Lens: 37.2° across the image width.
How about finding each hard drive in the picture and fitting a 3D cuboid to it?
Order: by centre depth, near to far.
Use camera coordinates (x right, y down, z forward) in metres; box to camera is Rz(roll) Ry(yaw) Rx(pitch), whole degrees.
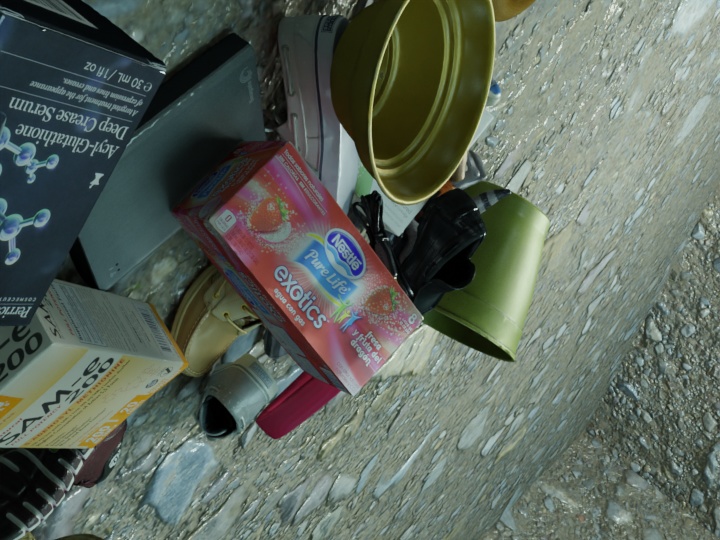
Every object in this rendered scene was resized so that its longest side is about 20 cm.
[{"bbox_3d":[-0.160,-0.087,0.878,0.200,0.033,0.140,-44,156,-24],"label":"hard drive"}]

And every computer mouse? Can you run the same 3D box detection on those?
[{"bbox_3d":[0.000,0.000,1.095,0.043,0.111,0.200,-20,172,-23],"label":"computer mouse"}]

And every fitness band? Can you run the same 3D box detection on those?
[{"bbox_3d":[-0.040,0.109,1.168,0.200,0.037,0.144,-42,-170,32],"label":"fitness band"}]

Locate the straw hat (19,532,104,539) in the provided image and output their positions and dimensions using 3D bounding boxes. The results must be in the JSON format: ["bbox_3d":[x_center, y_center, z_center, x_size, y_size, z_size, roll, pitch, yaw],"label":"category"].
[{"bbox_3d":[-0.337,0.281,0.985,0.200,0.200,0.086,-39,113,-31],"label":"straw hat"}]

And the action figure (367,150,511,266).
[{"bbox_3d":[0.071,-0.047,1.205,0.194,0.104,0.200,-49,-174,12],"label":"action figure"}]

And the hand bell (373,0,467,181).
[{"bbox_3d":[0.075,-0.177,1.016,0.104,0.103,0.203,-35,126,-36],"label":"hand bell"}]

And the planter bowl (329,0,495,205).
[{"bbox_3d":[0.031,-0.164,0.904,0.200,0.083,0.203,-37,137,-43],"label":"planter bowl"}]

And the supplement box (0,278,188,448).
[{"bbox_3d":[-0.245,0.079,0.862,0.126,0.074,0.200,-40,160,11],"label":"supplement box"}]

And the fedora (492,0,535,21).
[{"bbox_3d":[0.155,-0.351,1.054,0.201,0.081,0.202,-46,154,-29],"label":"fedora"}]

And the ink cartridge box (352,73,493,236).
[{"bbox_3d":[0.052,-0.153,1.087,0.117,0.067,0.201,41,84,-29],"label":"ink cartridge box"}]

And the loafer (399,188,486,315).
[{"bbox_3d":[0.087,-0.004,1.143,0.067,0.071,0.202,-26,155,-26],"label":"loafer"}]

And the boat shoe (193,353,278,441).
[{"bbox_3d":[-0.146,0.142,1.139,0.071,0.070,0.201,-41,179,-24],"label":"boat shoe"}]

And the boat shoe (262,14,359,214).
[{"bbox_3d":[-0.051,-0.135,0.966,0.075,0.085,0.204,-63,157,-45],"label":"boat shoe"}]

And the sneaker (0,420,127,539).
[{"bbox_3d":[-0.285,0.198,0.998,0.200,0.075,0.116,-44,159,-23],"label":"sneaker"}]

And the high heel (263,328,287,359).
[{"bbox_3d":[-0.026,0.014,1.238,0.199,0.071,0.144,-31,153,-30],"label":"high heel"}]

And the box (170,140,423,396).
[{"bbox_3d":[-0.053,-0.004,0.901,0.095,0.102,0.201,-45,114,-16],"label":"box"}]

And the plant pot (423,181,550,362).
[{"bbox_3d":[0.161,-0.009,1.455,0.195,0.198,0.200,-62,159,-8],"label":"plant pot"}]

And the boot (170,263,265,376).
[{"bbox_3d":[-0.088,0.044,1.038,0.201,0.155,0.073,-53,144,-4],"label":"boot"}]

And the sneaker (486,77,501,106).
[{"bbox_3d":[0.073,-0.158,1.166,0.200,0.077,0.076,-48,170,-8],"label":"sneaker"}]

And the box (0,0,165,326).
[{"bbox_3d":[-0.237,-0.077,0.644,0.202,0.107,0.148,-58,158,13],"label":"box"}]
